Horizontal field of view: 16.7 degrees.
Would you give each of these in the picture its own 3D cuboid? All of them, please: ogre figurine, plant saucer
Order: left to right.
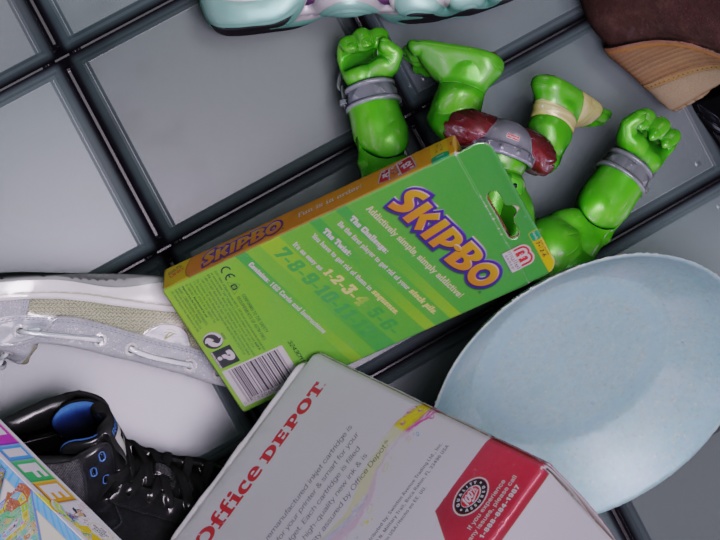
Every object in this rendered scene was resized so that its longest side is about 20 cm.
[{"bbox_3d":[0.074,-0.061,1.420,0.199,0.098,0.120,22,75,-24],"label":"ogre figurine"},{"bbox_3d":[0.128,0.061,1.422,0.200,0.039,0.202,-12,132,-14],"label":"plant saucer"}]

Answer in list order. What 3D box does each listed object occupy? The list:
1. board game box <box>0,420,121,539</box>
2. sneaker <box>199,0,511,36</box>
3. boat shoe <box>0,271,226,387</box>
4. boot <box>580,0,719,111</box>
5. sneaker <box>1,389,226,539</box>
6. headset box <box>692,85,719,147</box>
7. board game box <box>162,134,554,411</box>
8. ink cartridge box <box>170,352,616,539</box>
[{"bbox_3d":[-0.232,0.180,1.325,0.134,0.034,0.200,42,107,19],"label":"board game box"},{"bbox_3d":[0.003,-0.213,1.417,0.199,0.078,0.141,-5,91,-11],"label":"sneaker"},{"bbox_3d":[-0.166,0.034,1.386,0.201,0.074,0.065,1,90,-19],"label":"boat shoe"},{"bbox_3d":[0.187,-0.191,1.399,0.072,0.200,0.167,-38,94,-39],"label":"boot"},{"bbox_3d":[-0.118,0.119,1.366,0.199,0.112,0.073,-1,47,-10],"label":"sneaker"},{"bbox_3d":[0.309,-0.121,1.413,0.174,0.200,0.093,-39,97,-8],"label":"headset box"},{"bbox_3d":[0.000,0.000,1.355,0.199,0.030,0.096,-23,121,14],"label":"board game box"},{"bbox_3d":[0.013,0.147,1.302,0.146,0.200,0.083,-53,129,-11],"label":"ink cartridge box"}]
